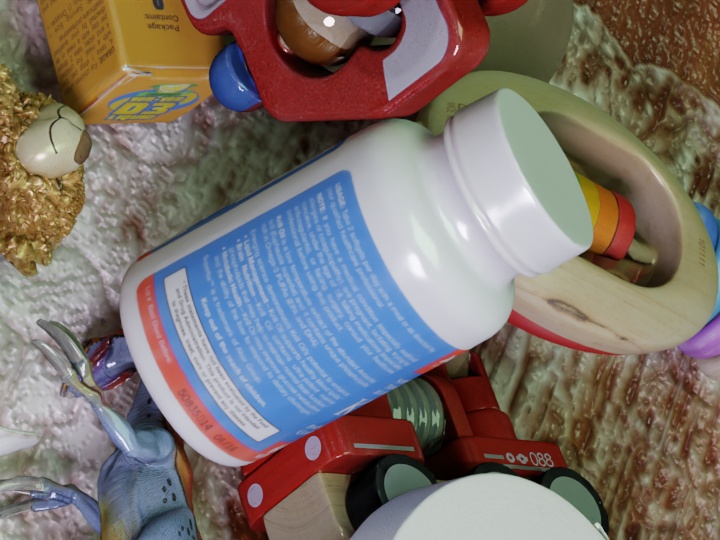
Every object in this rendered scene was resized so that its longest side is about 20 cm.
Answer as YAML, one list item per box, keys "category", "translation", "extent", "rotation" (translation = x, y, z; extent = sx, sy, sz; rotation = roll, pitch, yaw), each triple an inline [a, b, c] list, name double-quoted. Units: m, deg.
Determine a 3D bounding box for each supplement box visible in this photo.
- category: "supplement box"
  translation: [-0.125, -0.172, 1.266]
  extent: [0.066, 0.069, 0.200]
  rotation: [-2, 68, -39]

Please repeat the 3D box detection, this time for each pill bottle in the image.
- category: "pill bottle"
  translation: [0.000, 0.000, 1.188]
  extent: [0.112, 0.200, 0.112]
  rotation: [49, 24, -31]

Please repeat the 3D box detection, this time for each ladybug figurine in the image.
- category: "ladybug figurine"
  translation: [0.091, -0.023, 1.303]
  extent: [0.200, 0.072, 0.136]
  rotation: [30, 49, -28]

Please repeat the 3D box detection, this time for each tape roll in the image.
- category: "tape roll"
  translation: [0.062, 0.192, 1.195]
  extent: [0.203, 0.037, 0.203]
  rotation: [18, 64, -41]

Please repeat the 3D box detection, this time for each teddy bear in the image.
- category: "teddy bear"
  translation: [-0.191, -0.089, 1.184]
  extent: [0.200, 0.067, 0.145]
  rotation: [50, 8, -11]

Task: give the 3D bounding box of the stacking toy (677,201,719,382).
- category: "stacking toy"
  translation: [0.152, -0.022, 1.460]
  extent: [0.200, 0.085, 0.085]
  rotation: [34, 58, -18]

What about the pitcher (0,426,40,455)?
- category: "pitcher"
  translation: [-0.232, 0.106, 1.015]
  extent: [0.200, 0.121, 0.172]
  rotation: [-60, 139, -20]

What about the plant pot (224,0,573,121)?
- category: "plant pot"
  translation: [0.020, -0.156, 1.331]
  extent: [0.175, 0.200, 0.200]
  rotation: [32, 58, -47]

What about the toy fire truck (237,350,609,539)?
- category: "toy fire truck"
  translation: [0.025, 0.062, 1.316]
  extent: [0.176, 0.129, 0.200]
  rotation: [8, 53, -42]

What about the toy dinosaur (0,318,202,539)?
- category: "toy dinosaur"
  translation: [-0.105, 0.113, 1.194]
  extent: [0.200, 0.105, 0.182]
  rotation: [42, 45, -18]

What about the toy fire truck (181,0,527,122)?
- category: "toy fire truck"
  translation: [-0.021, -0.155, 1.178]
  extent: [0.112, 0.168, 0.200]
  rotation: [-8, 70, -47]
